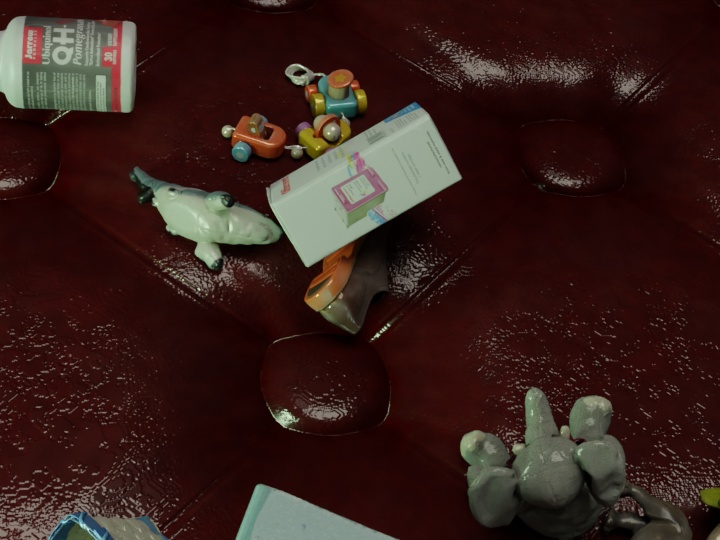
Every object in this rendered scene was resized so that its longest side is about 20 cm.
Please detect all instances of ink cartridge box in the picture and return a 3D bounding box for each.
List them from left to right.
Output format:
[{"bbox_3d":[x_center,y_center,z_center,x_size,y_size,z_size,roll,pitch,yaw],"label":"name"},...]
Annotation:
[{"bbox_3d":[0.001,-0.097,1.809,0.199,0.085,0.145,-28,12,2],"label":"ink cartridge box"}]

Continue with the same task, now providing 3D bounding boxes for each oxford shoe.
[{"bbox_3d":[0.000,0.000,1.837,0.073,0.071,0.200,44,40,-11],"label":"oxford shoe"}]

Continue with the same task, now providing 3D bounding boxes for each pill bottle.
[{"bbox_3d":[-0.371,-0.250,1.970,0.198,0.111,0.111,2,46,-8],"label":"pill bottle"}]

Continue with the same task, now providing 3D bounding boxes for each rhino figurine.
[{"bbox_3d":[0.271,0.301,1.583,0.087,0.060,0.201,20,49,4],"label":"rhino figurine"}]

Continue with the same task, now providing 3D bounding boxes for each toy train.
[{"bbox_3d":[-0.074,-0.201,2.009,0.149,0.056,0.201,22,47,11],"label":"toy train"}]

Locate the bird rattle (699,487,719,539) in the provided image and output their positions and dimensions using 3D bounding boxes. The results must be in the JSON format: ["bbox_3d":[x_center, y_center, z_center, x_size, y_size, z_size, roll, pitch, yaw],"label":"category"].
[{"bbox_3d":[0.412,0.293,1.612,0.200,0.113,0.163,43,70,5],"label":"bird rattle"}]

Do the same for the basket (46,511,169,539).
[{"bbox_3d":[-0.237,0.304,1.428,0.199,0.140,0.176,4,36,-51],"label":"basket"}]

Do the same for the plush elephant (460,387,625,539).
[{"bbox_3d":[0.183,0.192,1.594,0.163,0.155,0.201,-11,53,3],"label":"plush elephant"}]

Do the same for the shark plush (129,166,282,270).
[{"bbox_3d":[-0.190,-0.065,1.881,0.199,0.092,0.083,13,22,33],"label":"shark plush"}]

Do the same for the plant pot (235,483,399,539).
[{"bbox_3d":[-0.044,0.344,1.411,0.195,0.196,0.201,21,57,11],"label":"plant pot"}]
